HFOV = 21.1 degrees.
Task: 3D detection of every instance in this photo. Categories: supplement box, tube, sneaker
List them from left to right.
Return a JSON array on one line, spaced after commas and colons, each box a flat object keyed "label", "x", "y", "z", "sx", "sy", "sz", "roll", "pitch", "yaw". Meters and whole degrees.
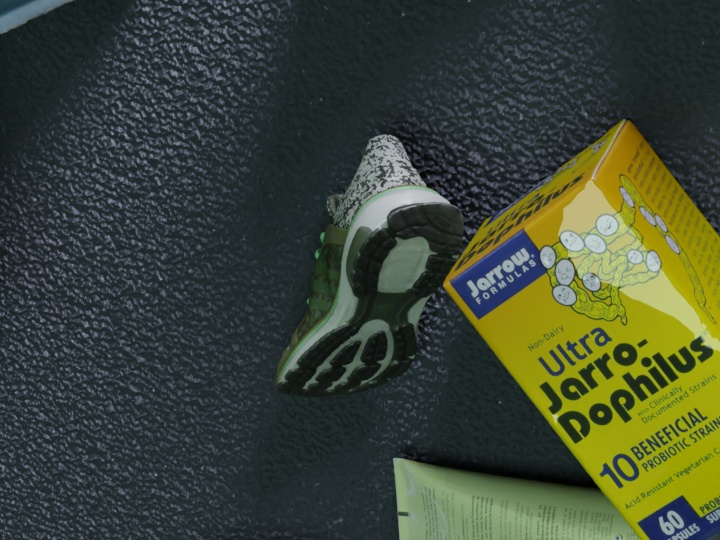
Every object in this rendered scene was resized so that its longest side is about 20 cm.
[{"label": "sneaker", "x": 0.000, "y": 0.000, "z": 1.127, "sx": 0.076, "sy": 0.089, "sz": 0.201, "roll": 6, "pitch": 139, "yaw": -24}, {"label": "tube", "x": 0.115, "y": 0.154, "z": 1.156, "sx": 0.198, "sy": 0.052, "sz": 0.059, "roll": 2, "pitch": 70, "yaw": 20}, {"label": "supplement box", "x": 0.156, "y": 0.038, "z": 1.060, "sx": 0.109, "sy": 0.110, "sz": 0.201, "roll": -36, "pitch": 96, "yaw": 26}]

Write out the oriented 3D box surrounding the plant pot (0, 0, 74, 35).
[{"label": "plant pot", "x": -0.255, "y": -0.237, "z": 1.048, "sx": 0.198, "sy": 0.196, "sz": 0.198, "roll": 1, "pitch": 111, "yaw": 28}]
